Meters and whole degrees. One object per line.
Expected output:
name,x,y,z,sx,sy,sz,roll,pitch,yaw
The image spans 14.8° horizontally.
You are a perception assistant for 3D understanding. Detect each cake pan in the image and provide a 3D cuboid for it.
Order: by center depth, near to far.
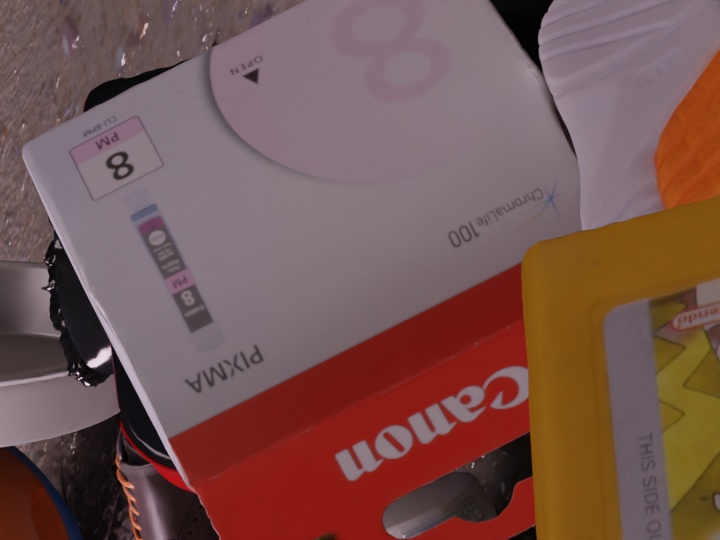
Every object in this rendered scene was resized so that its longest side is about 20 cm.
cake pan,-0.185,0.037,1.250,0.200,0.200,0.037,28,123,60

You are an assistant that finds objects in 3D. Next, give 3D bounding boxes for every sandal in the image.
sandal,0.106,-0.034,0.823,0.079,0.059,0.207,-37,29,17

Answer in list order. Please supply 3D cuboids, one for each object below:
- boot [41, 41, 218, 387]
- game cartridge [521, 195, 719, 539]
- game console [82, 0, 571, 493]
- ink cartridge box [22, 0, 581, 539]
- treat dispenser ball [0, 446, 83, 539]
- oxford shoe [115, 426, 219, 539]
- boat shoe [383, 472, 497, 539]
boot,-0.049,0.006,1.032,0.162,0.073,0.198,-19,58,36
game cartridge,0.126,0.060,0.655,0.176,0.032,0.200,-15,50,18
game console,0.009,-0.020,0.938,0.031,0.200,0.177,68,-172,-57
ink cartridge box,0.000,0.000,0.884,0.200,0.162,0.057,59,174,42
treat dispenser ball,-0.221,0.158,1.262,0.201,0.201,0.201,-27,59,56
oxford shoe,-0.076,0.089,1.153,0.200,0.072,0.071,-66,32,25
boat shoe,0.009,0.114,1.003,0.200,0.072,0.069,-19,95,65
